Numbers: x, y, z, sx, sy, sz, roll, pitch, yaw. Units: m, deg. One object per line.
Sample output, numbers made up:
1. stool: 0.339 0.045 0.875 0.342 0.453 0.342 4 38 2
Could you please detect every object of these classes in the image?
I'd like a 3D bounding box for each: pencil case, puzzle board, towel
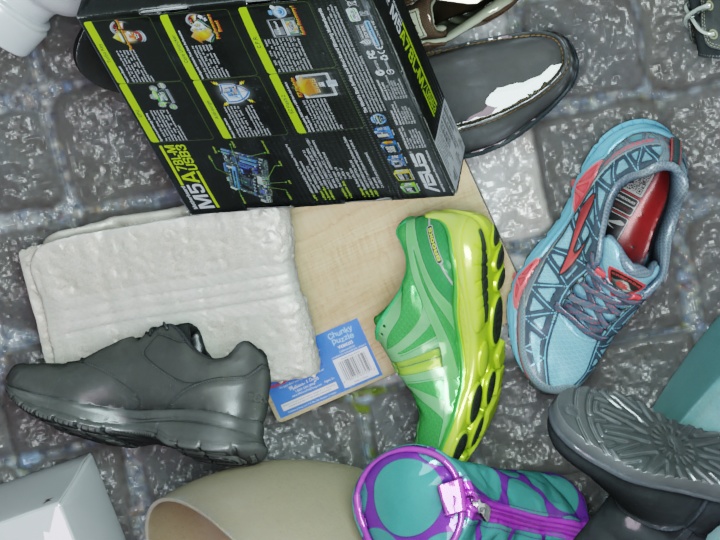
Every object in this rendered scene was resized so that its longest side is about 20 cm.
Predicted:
1. pencil case: 0.081 0.169 1.502 0.092 0.200 0.086 -4 79 32
2. puzzle board: 0.000 0.000 1.561 0.199 0.017 0.152 -24 101 9
3. towel: -0.132 0.025 1.555 0.198 0.034 0.134 -8 105 13

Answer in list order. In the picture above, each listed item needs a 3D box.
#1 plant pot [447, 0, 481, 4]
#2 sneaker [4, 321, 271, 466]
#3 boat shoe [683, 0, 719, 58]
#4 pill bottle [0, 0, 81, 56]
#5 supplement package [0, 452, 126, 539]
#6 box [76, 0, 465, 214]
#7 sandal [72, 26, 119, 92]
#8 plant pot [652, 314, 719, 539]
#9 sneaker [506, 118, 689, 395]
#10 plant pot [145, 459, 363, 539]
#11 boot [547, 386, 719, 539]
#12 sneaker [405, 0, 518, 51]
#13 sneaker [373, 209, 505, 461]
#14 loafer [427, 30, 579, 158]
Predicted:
1. plant pot: -0.002 -0.289 1.415 0.198 0.177 0.201 8 102 2
2. sneaker: -0.147 0.077 1.523 0.198 0.076 0.091 8 79 19
3. boat shoe: 0.246 -0.171 1.481 0.067 0.072 0.200 -36 100 6
4. pill bottle: -0.188 -0.243 1.469 0.113 0.113 0.200 42 101 -6
5. supplement package: -0.216 0.252 1.574 0.120 0.120 0.201 -18 101 8
6. box: -0.052 -0.115 1.403 0.192 0.048 0.200 -2 143 22
7. sandal: -0.092 -0.146 1.497 0.198 0.045 0.076 4 108 -12
8. plant pot: 0.280 0.101 1.510 0.141 0.141 0.200 43 110 -6
9. sneaker: 0.160 -0.003 1.504 0.079 0.096 0.201 18 103 -14
10. plant pot: -0.035 0.209 1.536 0.134 0.200 0.201 -32 101 -27
11. boot: 0.145 0.176 1.452 0.164 0.066 0.200 21 126 -22
12. sneaker: 0.016 -0.169 1.469 0.199 0.076 0.071 -26 108 -7
13. sneaker: 0.052 0.052 1.536 0.083 0.074 0.202 12 109 25
14. loafer: 0.049 -0.112 1.491 0.199 0.072 0.073 -24 70 8
